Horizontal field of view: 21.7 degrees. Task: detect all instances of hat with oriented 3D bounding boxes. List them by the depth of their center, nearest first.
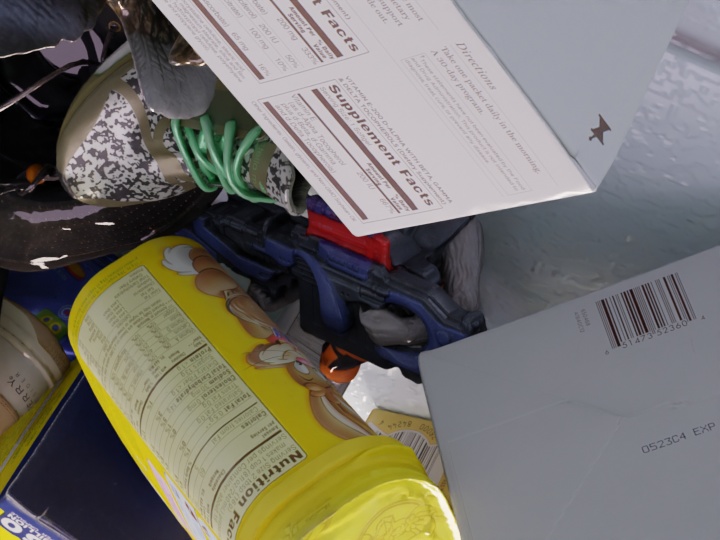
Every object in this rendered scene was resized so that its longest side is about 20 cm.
[{"bbox_3d":[-0.147,-0.097,0.832,0.198,0.081,0.202,1,133,1],"label":"hat"}]

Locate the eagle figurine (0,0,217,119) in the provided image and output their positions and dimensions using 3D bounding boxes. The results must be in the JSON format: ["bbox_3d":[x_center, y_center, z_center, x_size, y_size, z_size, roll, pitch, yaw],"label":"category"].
[{"bbox_3d":[-0.115,-0.152,0.676,0.198,0.153,0.152,20,-177,6],"label":"eagle figurine"}]

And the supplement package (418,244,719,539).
[{"bbox_3d":[0.150,0.115,0.769,0.189,0.148,0.201,-19,133,6],"label":"supplement package"}]

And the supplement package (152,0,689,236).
[{"bbox_3d":[0.009,-0.140,0.586,0.110,0.157,0.200,-8,132,46],"label":"supplement package"}]

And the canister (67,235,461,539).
[{"bbox_3d":[-0.039,0.089,0.800,0.200,0.086,0.149,44,162,45],"label":"canister"}]

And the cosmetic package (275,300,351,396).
[{"bbox_3d":[-0.061,0.090,1.040,0.050,0.083,0.200,34,148,-4],"label":"cosmetic package"}]

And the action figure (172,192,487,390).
[{"bbox_3d":[0.000,0.000,0.874,0.199,0.105,0.195,29,144,29],"label":"action figure"}]

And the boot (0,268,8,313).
[{"bbox_3d":[-0.245,-0.018,0.868,0.202,0.156,0.073,15,160,-31],"label":"boot"}]

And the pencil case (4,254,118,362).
[{"bbox_3d":[-0.198,-0.021,0.999,0.086,0.078,0.200,-25,120,37],"label":"pencil case"}]

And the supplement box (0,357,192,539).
[{"bbox_3d":[-0.146,0.129,0.984,0.108,0.110,0.200,37,148,-11],"label":"supplement box"}]

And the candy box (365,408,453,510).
[{"bbox_3d":[0.095,0.148,1.019,0.198,0.057,0.117,9,141,28],"label":"candy box"}]

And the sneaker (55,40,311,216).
[{"bbox_3d":[-0.041,-0.058,0.754,0.198,0.089,0.077,-17,128,20],"label":"sneaker"}]

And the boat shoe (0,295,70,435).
[{"bbox_3d":[-0.245,0.029,0.966,0.198,0.069,0.074,20,152,28],"label":"boat shoe"}]
